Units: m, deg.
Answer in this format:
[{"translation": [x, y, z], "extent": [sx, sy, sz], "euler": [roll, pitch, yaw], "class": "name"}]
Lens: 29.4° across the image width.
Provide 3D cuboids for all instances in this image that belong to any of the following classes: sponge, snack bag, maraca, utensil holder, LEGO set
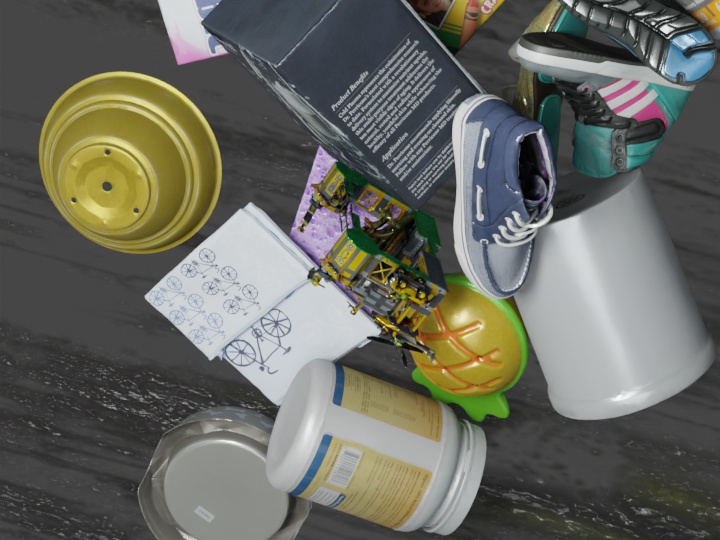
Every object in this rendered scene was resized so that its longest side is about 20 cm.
[{"translation": [-0.011, -0.050, 1.416], "extent": [0.111, 0.030, 0.200], "euler": [20, 114, 1], "class": "sponge"}, {"translation": [-0.105, 0.046, 1.449], "extent": [0.200, 0.021, 0.189], "euler": [44, 125, -12], "class": "snack bag"}, {"translation": [0.107, 0.081, 1.411], "extent": [0.137, 0.107, 0.200], "euler": [24, 139, 22], "class": "maraca"}, {"translation": [0.232, 0.017, 1.328], "extent": [0.170, 0.170, 0.200], "euler": [-19, 106, 16], "class": "utensil holder"}, {"translation": [0.000, 0.000, 1.326], "extent": [0.154, 0.200, 0.116], "euler": [24, 117, -28], "class": "LEGO set"}]

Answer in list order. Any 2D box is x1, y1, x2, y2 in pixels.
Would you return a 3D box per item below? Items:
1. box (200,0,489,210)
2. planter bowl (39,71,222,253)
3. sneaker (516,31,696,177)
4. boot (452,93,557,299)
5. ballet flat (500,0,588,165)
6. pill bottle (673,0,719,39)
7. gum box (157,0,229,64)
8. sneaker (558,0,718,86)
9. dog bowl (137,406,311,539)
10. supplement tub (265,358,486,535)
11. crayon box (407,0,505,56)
[{"translation": [-0.010, -0.181, 1.230], "extent": [0.124, 0.200, 0.197], "euler": [-47, 121, -3], "class": "box"}, {"translation": [-0.249, -0.097, 1.408], "extent": [0.200, 0.083, 0.201], "euler": [3, 112, 9], "class": "planter bowl"}, {"translation": [0.215, -0.150, 1.278], "extent": [0.200, 0.084, 0.121], "euler": [7, 113, -30], "class": "sneaker"}, {"translation": [0.128, -0.048, 1.182], "extent": [0.073, 0.090, 0.200], "euler": [-23, 123, -17], "class": "boot"}, {"translation": [0.168, -0.183, 1.320], "extent": [0.071, 0.071, 0.200], "euler": [11, 111, 5], "class": "ballet flat"}, {"translation": [0.289, -0.312, 1.215], "extent": [0.200, 0.116, 0.116], "euler": [43, 112, -9], "class": "pill bottle"}, {"translation": [-0.142, -0.301, 1.317], "extent": [0.113, 0.066, 0.200], "euler": [-11, 110, 15], "class": "gum box"}, {"translation": [0.233, -0.236, 1.225], "extent": [0.073, 0.082, 0.200], "euler": [-44, 84, 13], "class": "sneaker"}, {"translation": [-0.147, 0.242, 1.540], "extent": [0.200, 0.059, 0.200], "euler": [3, 112, 9], "class": "dog bowl"}, {"translation": [0.016, 0.188, 1.434], "extent": [0.200, 0.145, 0.145], "euler": [21, 114, -13], "class": "supplement tub"}, {"translation": [0.076, -0.316, 1.280], "extent": [0.173, 0.058, 0.200], "euler": [41, 112, -8], "class": "crayon box"}]
